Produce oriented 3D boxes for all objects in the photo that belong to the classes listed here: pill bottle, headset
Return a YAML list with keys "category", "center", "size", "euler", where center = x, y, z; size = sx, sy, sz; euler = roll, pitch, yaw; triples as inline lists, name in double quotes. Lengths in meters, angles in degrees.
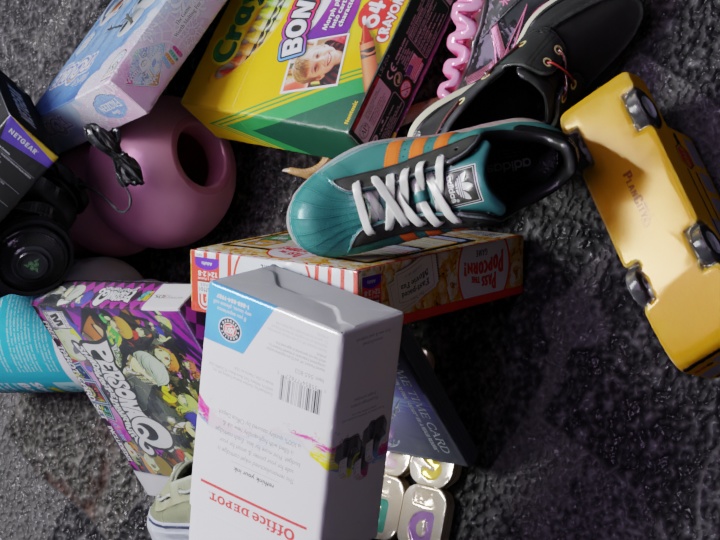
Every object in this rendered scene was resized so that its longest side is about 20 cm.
- category: "pill bottle"
  center: [-0.246, 0.046, 1.599]
  size: [0.199, 0.110, 0.112]
  euler: [-3, 80, 37]
- category: "headset"
  center: [-0.255, -0.049, 1.480]
  size: [0.199, 0.094, 0.124]
  euler: [-19, 39, 23]

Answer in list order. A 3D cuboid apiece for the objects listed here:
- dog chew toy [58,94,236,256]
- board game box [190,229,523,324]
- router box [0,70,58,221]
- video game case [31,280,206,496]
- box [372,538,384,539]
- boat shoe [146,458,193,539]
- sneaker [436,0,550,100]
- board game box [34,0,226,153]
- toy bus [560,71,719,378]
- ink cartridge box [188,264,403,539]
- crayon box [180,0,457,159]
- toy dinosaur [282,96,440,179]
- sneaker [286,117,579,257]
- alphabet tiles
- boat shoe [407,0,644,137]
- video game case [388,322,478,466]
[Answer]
- category: "dog chew toy"
  center: [-0.195, -0.067, 1.582]
  size: [0.199, 0.124, 0.126]
  euler: [-19, 70, 41]
- category: "board game box"
  center: [0.000, 0.000, 1.365]
  size: [0.151, 0.199, 0.047]
  euler: [8, 102, 38]
- category: "router box"
  center: [-0.315, -0.071, 1.493]
  size: [0.157, 0.052, 0.200]
  euler: [-47, 24, 4]
- category: "video game case"
  center: [-0.142, 0.096, 1.464]
  size: [0.180, 0.201, 0.036]
  euler: [1, 38, 44]
- category: "box"
  center: [-0.072, 0.269, 1.360]
  size: [0.195, 0.199, 0.125]
  euler: [2, 101, 36]
- category: "boat shoe"
  center: [-0.113, 0.167, 1.410]
  size: [0.200, 0.071, 0.063]
  euler: [168, 88, -69]
- category: "sneaker"
  center: [0.106, -0.128, 1.400]
  size: [0.095, 0.079, 0.202]
  euler: [10, 93, 16]
- category: "board game box"
  center: [-0.168, -0.194, 1.525]
  size: [0.200, 0.043, 0.200]
  euler: [-12, 43, 60]
- category: "toy bus"
  center: [0.208, -0.032, 1.293]
  size: [0.065, 0.078, 0.201]
  euler: [-35, 63, 28]
- category: "ink cartridge box"
  center: [-0.045, 0.111, 1.254]
  size: [0.115, 0.068, 0.202]
  euler: [20, 112, 35]
- category: "crayon box"
  center: [-0.023, -0.190, 1.472]
  size: [0.171, 0.058, 0.201]
  euler: [13, 71, 37]
- category: "toy dinosaur"
  center: [-0.017, -0.119, 1.490]
  size: [0.199, 0.060, 0.107]
  euler: [20, 92, 37]
- category: "sneaker"
  center: [0.049, -0.058, 1.262]
  size: [0.080, 0.198, 0.072]
  euler: [-160, 53, -77]
- category: "alphabet tiles"
  center: [-0.009, 0.148, 1.465]
  size: [0.199, 0.015, 0.198]
  euler: [10, 88, 37]
- category: "boat shoe"
  center: [0.124, -0.128, 1.344]
  size: [0.201, 0.074, 0.063]
  euler: [-38, 24, -5]
- category: "video game case"
  center: [-0.023, 0.079, 1.400]
  size: [0.199, 0.143, 0.019]
  euler: [6, 51, 36]
